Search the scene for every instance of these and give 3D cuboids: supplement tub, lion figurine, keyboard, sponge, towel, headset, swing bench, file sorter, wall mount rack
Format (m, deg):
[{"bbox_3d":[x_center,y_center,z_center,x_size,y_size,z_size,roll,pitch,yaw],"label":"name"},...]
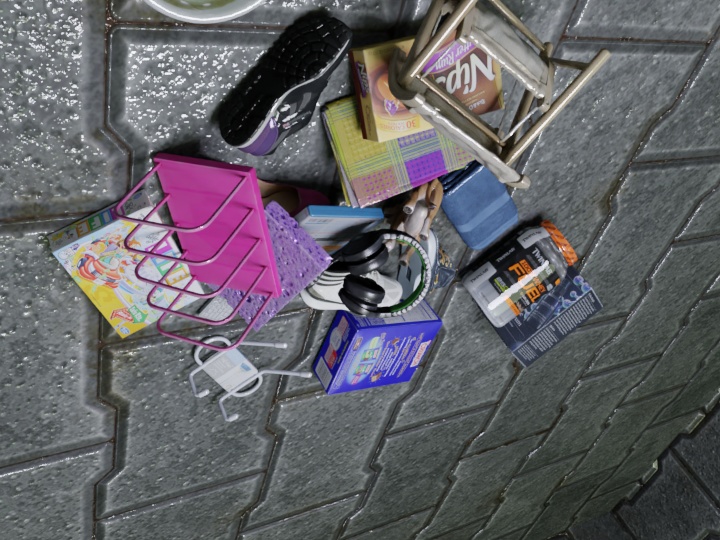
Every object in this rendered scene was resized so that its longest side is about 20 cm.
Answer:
[{"bbox_3d":[0.301,0.003,1.373,0.199,0.123,0.122,-39,143,6],"label":"supplement tub"},{"bbox_3d":[0.086,-0.088,1.080,0.123,0.072,0.200,-61,-171,-31],"label":"lion figurine"},{"bbox_3d":[-0.169,0.007,1.118,0.200,0.011,0.056,-45,142,15],"label":"keyboard"},{"bbox_3d":[-0.132,-0.001,0.996,0.200,0.112,0.030,-40,-173,45],"label":"sponge"},{"bbox_3d":[0.196,-0.115,1.225,0.111,0.049,0.200,-38,144,5],"label":"towel"},{"bbox_3d":[0.000,0.000,1.033,0.197,0.094,0.125,0,108,-11],"label":"headset"},{"bbox_3d":[0.156,-0.241,0.887,0.198,0.130,0.201,30,95,-30],"label":"swing bench"},{"bbox_3d":[0.051,-0.183,0.998,0.198,0.023,0.146,-22,99,-16],"label":"towel"},{"bbox_3d":[-0.200,-0.018,0.898,0.126,0.137,0.202,-60,153,-42],"label":"file sorter"},{"bbox_3d":[-0.188,0.173,1.233,0.172,0.075,0.201,-32,144,-2],"label":"wall mount rack"}]

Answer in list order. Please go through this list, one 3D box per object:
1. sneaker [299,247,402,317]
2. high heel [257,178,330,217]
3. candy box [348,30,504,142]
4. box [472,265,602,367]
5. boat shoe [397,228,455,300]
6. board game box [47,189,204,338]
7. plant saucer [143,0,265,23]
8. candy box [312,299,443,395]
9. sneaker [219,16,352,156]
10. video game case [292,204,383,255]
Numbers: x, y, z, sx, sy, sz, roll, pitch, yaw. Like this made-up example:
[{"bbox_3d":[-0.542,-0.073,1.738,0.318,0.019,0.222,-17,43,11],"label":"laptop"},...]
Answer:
[{"bbox_3d":[0.008,0.016,1.187,0.198,0.077,0.115,2,146,-35],"label":"sneaker"},{"bbox_3d":[-0.126,-0.105,0.974,0.197,0.068,0.097,-8,147,-25],"label":"high heel"},{"bbox_3d":[0.090,-0.249,0.953,0.197,0.056,0.118,-17,111,-19],"label":"candy box"},{"bbox_3d":[0.355,0.066,1.461,0.199,0.149,0.107,-40,143,8],"label":"box"},{"bbox_3d":[0.122,-0.022,1.254,0.090,0.071,0.201,-23,154,-19],"label":"boat shoe"},{"bbox_3d":[-0.308,-0.003,0.981,0.133,0.034,0.201,-28,143,-8],"label":"board game box"},{"bbox_3d":[-0.151,-0.346,0.707,0.198,0.050,0.202,-20,141,-17],"label":"plant saucer"},{"bbox_3d":[0.032,0.140,1.361,0.198,0.077,0.170,-1,131,-34],"label":"candy box"},{"bbox_3d":[-0.081,-0.223,0.895,0.199,0.076,0.087,-40,158,14],"label":"sneaker"},{"bbox_3d":[-0.079,-0.039,1.049,0.142,0.018,0.199,-4,158,-45],"label":"video game case"}]
